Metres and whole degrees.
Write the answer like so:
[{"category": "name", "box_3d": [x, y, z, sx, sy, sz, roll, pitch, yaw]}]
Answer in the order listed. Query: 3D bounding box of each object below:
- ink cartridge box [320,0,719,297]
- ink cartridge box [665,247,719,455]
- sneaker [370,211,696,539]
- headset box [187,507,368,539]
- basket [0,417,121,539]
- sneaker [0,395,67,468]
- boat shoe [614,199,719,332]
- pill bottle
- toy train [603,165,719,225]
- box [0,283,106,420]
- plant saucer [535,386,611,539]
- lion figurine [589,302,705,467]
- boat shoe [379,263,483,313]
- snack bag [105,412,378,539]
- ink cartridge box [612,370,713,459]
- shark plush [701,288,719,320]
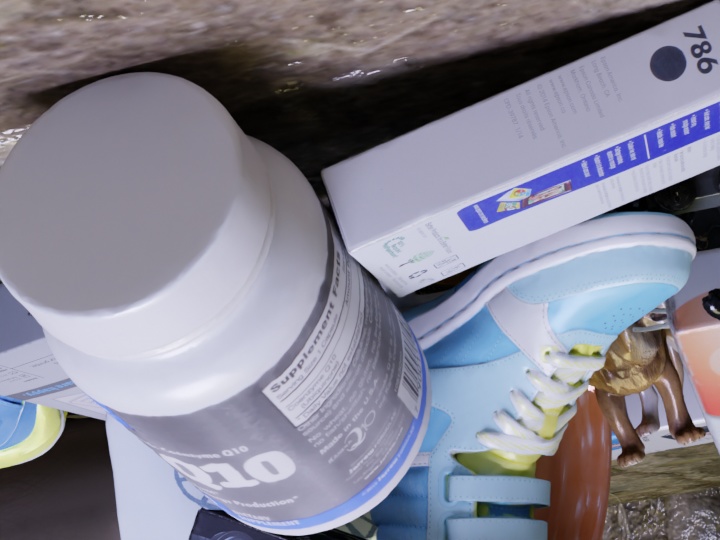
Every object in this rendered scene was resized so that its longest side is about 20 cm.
[{"category": "ink cartridge box", "box_3d": [0.089, -0.049, 0.652, 0.199, 0.039, 0.099, -21, 165, 7]}, {"category": "ink cartridge box", "box_3d": [0.261, 0.037, 0.839, 0.198, 0.050, 0.162, -8, 147, 19]}, {"category": "sneaker", "box_3d": [0.075, 0.065, 0.745, 0.079, 0.132, 0.200, 12, 147, -41]}, {"category": "headset box", "box_3d": [0.010, 0.179, 0.785, 0.199, 0.093, 0.174, 18, 175, 12]}, {"category": "basket", "box_3d": [-0.150, 0.158, 1.151, 0.199, 0.137, 0.180, -15, -167, 42]}, {"category": "sneaker", "box_3d": [-0.271, 0.080, 0.973, 0.198, 0.076, 0.105, -15, 155, -3]}, {"category": "boat shoe", "box_3d": [0.178, -0.005, 0.885, 0.199, 0.062, 0.075, 2, 162, -41]}, {"category": "pill bottle", "box_3d": [-0.052, 0.017, 0.654, 0.113, 0.115, 0.200, -12, 150, 15]}, {"category": "toy train", "box_3d": [0.086, -0.034, 0.745, 0.198, 0.046, 0.034, -9, 159, 9]}, {"category": "box", "box_3d": [-0.098, 0.042, 0.899, 0.155, 0.042, 0.199, -18, 156, 35]}, {"category": "plant saucer", "box_3d": [0.095, 0.099, 0.986, 0.037, 0.202, 0.200, -3, 171, 28]}, {"category": "lion figurine", "box_3d": [0.167, 0.041, 1.029, 0.072, 0.123, 0.200, -21, 180, 11]}, {"category": "boat shoe", "box_3d": [0.000, 0.000, 0.814, 0.199, 0.071, 0.070, 4, 138, -33]}, {"category": "snack bag", "box_3d": [-0.037, 0.151, 0.917, 0.187, 0.201, 0.021, 3, -148, 5]}, {"category": "ink cartridge box", "box_3d": [0.245, 0.075, 1.219, 0.198, 0.085, 0.145, -12, 167, 13]}, {"category": "shark plush", "box_3d": [0.183, 0.026, 0.722, 0.083, 0.092, 0.200, 2, 160, 29]}]
